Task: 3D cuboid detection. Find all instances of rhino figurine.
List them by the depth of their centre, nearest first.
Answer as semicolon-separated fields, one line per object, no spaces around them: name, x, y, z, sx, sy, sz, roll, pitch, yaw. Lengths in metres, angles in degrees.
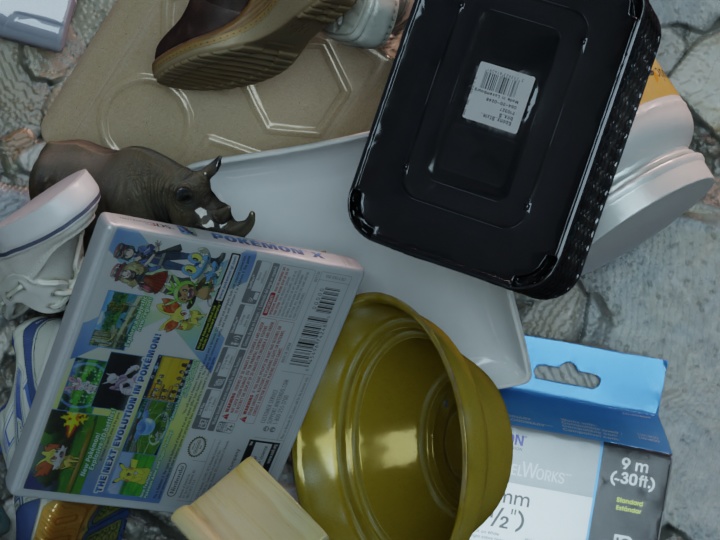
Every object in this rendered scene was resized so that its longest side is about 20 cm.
rhino figurine;-0.144;-0.042;1.303;0.060;0.200;0.088;-36;122;-40

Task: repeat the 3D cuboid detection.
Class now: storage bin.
storage bin;0.090;-0.094;1.219;0.135;0.094;0.200;19;91;16

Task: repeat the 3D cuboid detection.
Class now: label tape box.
label tape box;0.134;0.147;1.369;0.143;0.066;0.201;11;87;-4

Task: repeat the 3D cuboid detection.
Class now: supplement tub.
supplement tub;0.132;-0.109;1.332;0.144;0.144;0.200;-30;78;-7

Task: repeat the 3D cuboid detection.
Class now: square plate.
square plate;0.000;0.000;1.336;0.199;0.028;0.199;-10;111;9

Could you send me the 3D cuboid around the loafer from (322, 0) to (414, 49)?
loafer;0.008;-0.190;1.320;0.070;0.200;0.070;21;112;-15

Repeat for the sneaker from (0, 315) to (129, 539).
sneaker;-0.206;0.127;1.343;0.088;0.075;0.201;19;103;39

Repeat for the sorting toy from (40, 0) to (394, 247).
sorting toy;-0.093;-0.114;1.362;0.200;0.036;0.185;35;103;2

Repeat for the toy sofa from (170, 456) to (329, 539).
toy sofa;-0.059;0.217;1.274;0.098;0.200;0.083;-39;54;-12

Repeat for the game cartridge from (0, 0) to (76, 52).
game cartridge;-0.244;-0.263;1.378;0.133;0.041;0.201;14;85;0

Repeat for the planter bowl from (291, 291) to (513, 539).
planter bowl;0.041;0.114;1.295;0.083;0.200;0.201;0;85;-34

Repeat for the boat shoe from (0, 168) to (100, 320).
boat shoe;-0.204;-0.008;1.287;0.071;0.200;0.070;-40;97;-31

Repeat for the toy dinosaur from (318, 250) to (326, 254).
toy dinosaur;-0.119;0.040;1.322;0.199;0.060;0.107;4;115;22

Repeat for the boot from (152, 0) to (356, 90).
boot;-0.069;-0.217;1.288;0.072;0.200;0.167;10;66;-41

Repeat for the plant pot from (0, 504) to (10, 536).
plant pot;-0.374;0.148;1.265;0.200;0.196;0.197;-33;90;4

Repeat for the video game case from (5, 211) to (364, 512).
video game case;-0.112;0.067;1.275;0.182;0.022;0.200;10;115;-29
